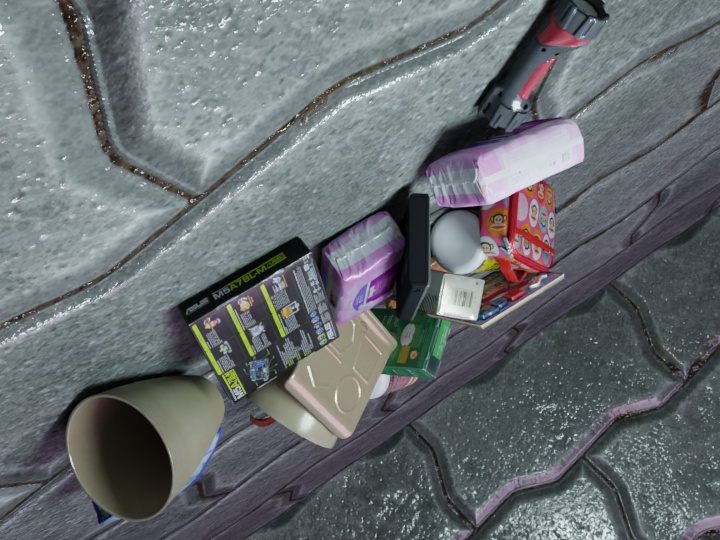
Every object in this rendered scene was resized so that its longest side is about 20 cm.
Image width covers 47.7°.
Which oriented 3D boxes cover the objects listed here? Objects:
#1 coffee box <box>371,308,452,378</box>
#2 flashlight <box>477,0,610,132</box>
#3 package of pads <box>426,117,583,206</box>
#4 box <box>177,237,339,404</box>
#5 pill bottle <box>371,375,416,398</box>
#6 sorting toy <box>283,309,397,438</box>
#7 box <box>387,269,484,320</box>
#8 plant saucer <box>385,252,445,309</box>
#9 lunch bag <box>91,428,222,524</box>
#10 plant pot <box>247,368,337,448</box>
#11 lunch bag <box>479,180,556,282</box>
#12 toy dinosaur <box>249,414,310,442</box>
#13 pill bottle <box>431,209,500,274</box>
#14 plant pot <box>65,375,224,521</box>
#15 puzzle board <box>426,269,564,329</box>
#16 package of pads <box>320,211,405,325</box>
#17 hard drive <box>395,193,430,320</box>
[{"bbox_3d":[0.069,0.131,1.500,0.199,0.124,0.044,-4,148,44],"label":"coffee box"},{"bbox_3d":[0.231,-0.260,1.034,0.068,0.068,0.200,-23,157,-37],"label":"flashlight"},{"bbox_3d":[0.205,-0.153,1.152,0.199,0.076,0.120,-25,-164,-27],"label":"package of pads"},{"bbox_3d":[-0.135,0.075,1.152,0.192,0.048,0.201,-30,140,-11],"label":"box"},{"bbox_3d":[0.041,0.223,1.826,0.113,0.113,0.199,-46,160,30],"label":"pill bottle"},{"bbox_3d":[-0.033,0.155,1.378,0.185,0.036,0.201,50,60,-37],"label":"sorting toy"},{"bbox_3d":[0.119,0.032,1.366,0.081,0.069,0.200,10,-179,-23],"label":"box"},{"bbox_3d":[0.126,0.011,1.570,0.199,0.038,0.200,-31,160,-12],"label":"plant saucer"},{"bbox_3d":[-0.346,0.319,1.362,0.169,0.128,0.200,-13,162,-48],"label":"lunch bag"},{"bbox_3d":[-0.098,0.202,1.450,0.135,0.199,0.200,-58,162,-3],"label":"plant pot"},{"bbox_3d":[0.263,-0.070,1.361,0.081,0.178,0.199,1,171,32],"label":"lunch bag"},{"bbox_3d":[-0.095,0.243,1.564,0.198,0.105,0.183,-6,132,-26],"label":"toy dinosaur"},{"bbox_3d":[0.214,-0.052,1.450,0.109,0.110,0.199,-45,159,28],"label":"pill bottle"},{"bbox_3d":[-0.292,0.235,1.202,0.187,0.188,0.200,-44,173,27],"label":"plant pot"},{"bbox_3d":[0.231,0.040,1.406,0.199,0.018,0.150,-27,-161,-27],"label":"puzzle board"},{"bbox_3d":[0.000,0.000,1.257,0.120,0.076,0.200,-30,161,-16],"label":"package of pads"},{"bbox_3d":[0.078,-0.015,1.248,0.033,0.141,0.200,2,163,-3],"label":"hard drive"}]
